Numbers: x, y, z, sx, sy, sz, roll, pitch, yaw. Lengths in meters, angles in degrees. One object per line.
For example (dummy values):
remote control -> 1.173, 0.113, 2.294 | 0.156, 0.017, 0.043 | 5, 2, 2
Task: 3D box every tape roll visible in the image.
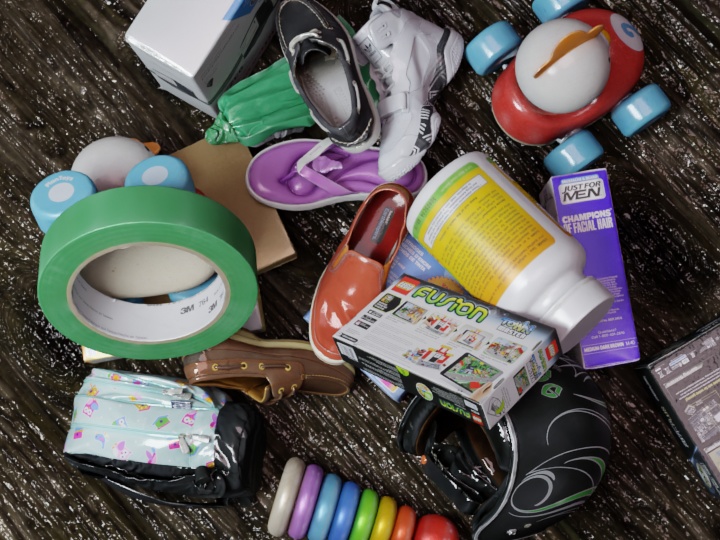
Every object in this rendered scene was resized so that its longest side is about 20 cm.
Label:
tape roll -> -0.196, 0.006, 1.089 | 0.200, 0.201, 0.048 | -10, 50, 2

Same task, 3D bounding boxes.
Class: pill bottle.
pill bottle -> 0.149, -0.013, 1.151 | 0.111, 0.111, 0.200 | -43, 70, -2

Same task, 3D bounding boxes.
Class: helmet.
helmet -> 0.155, 0.168, 1.173 | 0.200, 0.191, 0.200 | 4, 95, 46

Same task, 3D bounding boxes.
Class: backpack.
backpack -> -0.205, 0.174, 1.226 | 0.200, 0.167, 0.127 | 9, 69, 7

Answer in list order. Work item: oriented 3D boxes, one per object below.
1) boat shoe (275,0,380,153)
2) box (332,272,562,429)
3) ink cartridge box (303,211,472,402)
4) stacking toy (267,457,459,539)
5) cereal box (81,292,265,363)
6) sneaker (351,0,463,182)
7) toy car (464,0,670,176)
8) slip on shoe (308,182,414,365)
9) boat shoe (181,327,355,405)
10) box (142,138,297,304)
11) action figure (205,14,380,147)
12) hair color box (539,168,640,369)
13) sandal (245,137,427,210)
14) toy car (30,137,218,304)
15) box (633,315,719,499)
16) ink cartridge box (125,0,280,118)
boat shoe -> -0.043, -0.213, 1.214 | 0.074, 0.060, 0.200 | -28, 68, 15
box -> 0.079, 0.071, 1.113 | 0.110, 0.035, 0.200 | -40, 39, -25
ink cartridge box -> 0.056, 0.023, 1.258 | 0.136, 0.076, 0.200 | 41, 86, 6
stacking toy -> 0.007, 0.264, 1.236 | 0.200, 0.085, 0.085 | 17, 85, 1
cereal box -> -0.213, 0.014, 1.287 | 0.200, 0.040, 0.144 | -11, 81, 2
sneaker -> 0.031, -0.196, 1.247 | 0.115, 0.075, 0.200 | 30, 65, -19
toy car -> 0.222, -0.215, 1.209 | 0.177, 0.200, 0.184 | -34, 84, -1
slip on shoe -> 0.000, 0.000, 1.196 | 0.074, 0.061, 0.200 | 24, 86, 6
boat shoe -> -0.096, 0.109, 1.222 | 0.200, 0.072, 0.068 | 16, 57, -29
box -> -0.191, -0.046, 1.265 | 0.200, 0.021, 0.164 | -25, 78, -2
action figure -> -0.081, -0.186, 1.273 | 0.200, 0.055, 0.118 | -27, 81, -18
hair color box -> 0.239, 0.002, 1.232 | 0.065, 0.109, 0.200 | -11, 84, 1
sandal -> -0.023, -0.113, 1.262 | 0.202, 0.050, 0.083 | -4, 69, -16
toy car -> -0.229, -0.075, 1.193 | 0.177, 0.184, 0.200 | -10, 50, 2
box -> 0.418, 0.120, 1.223 | 0.200, 0.086, 0.164 | -31, 84, 0
ink cartridge box -> -0.156, -0.256, 1.232 | 0.084, 0.200, 0.145 | 31, 86, 3
